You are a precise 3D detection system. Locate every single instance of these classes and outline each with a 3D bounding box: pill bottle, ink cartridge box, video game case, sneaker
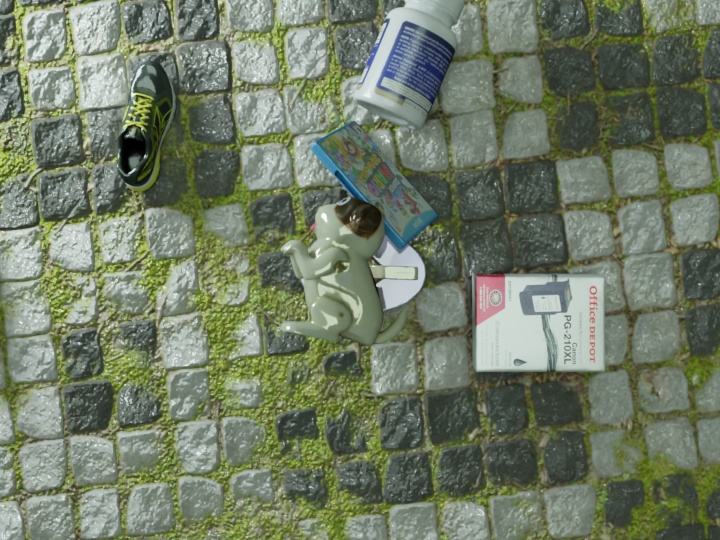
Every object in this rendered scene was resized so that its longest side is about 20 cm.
[{"bbox_3d":[0.079,-0.328,1.584,0.118,0.120,0.203,24,91,2],"label":"pill bottle"},{"bbox_3d":[0.270,0.079,1.589,0.196,0.084,0.148,0,90,2],"label":"ink cartridge box"},{"bbox_3d":[0.024,-0.132,1.579,0.200,0.143,0.018,49,121,1],"label":"video game case"},{"bbox_3d":[-0.333,-0.225,1.616,0.073,0.085,0.204,6,90,1],"label":"sneaker"}]

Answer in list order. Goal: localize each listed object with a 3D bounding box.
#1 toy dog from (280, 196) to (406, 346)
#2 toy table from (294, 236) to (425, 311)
[{"bbox_3d":[-0.023,-0.002,1.463,0.190,0.140,0.204,8,88,4],"label":"toy dog"},{"bbox_3d":[0.000,0.000,1.586,0.196,0.117,0.187,-9,89,3],"label":"toy table"}]
